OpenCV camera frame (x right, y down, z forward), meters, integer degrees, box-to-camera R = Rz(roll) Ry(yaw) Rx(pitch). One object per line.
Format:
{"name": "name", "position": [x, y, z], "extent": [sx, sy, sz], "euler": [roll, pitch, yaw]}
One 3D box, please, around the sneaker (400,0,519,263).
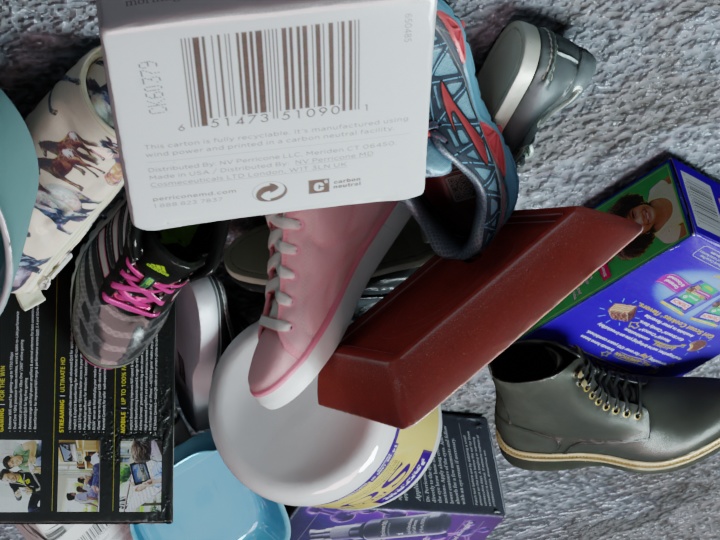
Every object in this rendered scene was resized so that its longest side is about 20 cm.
{"name": "sneaker", "position": [0.039, -0.094, 1.108], "extent": [0.079, 0.096, 0.200], "euler": [-22, 113, 27]}

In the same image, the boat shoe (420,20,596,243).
{"name": "boat shoe", "position": [0.096, -0.084, 1.208], "extent": [0.062, 0.073, 0.200], "euler": [9, 137, -19]}

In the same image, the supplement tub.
{"name": "supplement tub", "position": [-0.019, 0.111, 1.366], "extent": [0.145, 0.146, 0.200], "euler": [-18, 167, 13]}

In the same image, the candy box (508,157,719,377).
{"name": "candy box", "position": [0.222, 0.016, 1.382], "extent": [0.169, 0.077, 0.200], "euler": [22, 134, -40]}

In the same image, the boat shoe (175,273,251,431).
{"name": "boat shoe", "position": [-0.114, 0.056, 1.381], "extent": [0.057, 0.069, 0.200], "euler": [-21, 151, -17]}

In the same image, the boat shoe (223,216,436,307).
{"name": "boat shoe", "position": [0.000, -0.002, 1.305], "extent": [0.199, 0.075, 0.066], "euler": [-12, 136, -13]}

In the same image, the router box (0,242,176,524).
{"name": "router box", "position": [-0.208, 0.080, 1.266], "extent": [0.149, 0.200, 0.051], "euler": [3, 173, -16]}

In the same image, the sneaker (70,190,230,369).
{"name": "sneaker", "position": [-0.139, -0.010, 1.190], "extent": [0.074, 0.087, 0.200], "euler": [24, 110, -20]}

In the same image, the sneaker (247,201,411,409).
{"name": "sneaker", "position": [-0.044, -0.013, 1.203], "extent": [0.105, 0.200, 0.075], "euler": [34, 172, -20]}

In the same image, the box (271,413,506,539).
{"name": "box", "position": [0.005, 0.201, 1.580], "extent": [0.200, 0.104, 0.148], "euler": [5, 144, -21]}

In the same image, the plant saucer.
{"name": "plant saucer", "position": [0.064, 0.020, 1.164], "extent": [0.200, 0.037, 0.200], "euler": [-39, -170, -13]}

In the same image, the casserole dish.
{"name": "casserole dish", "position": [-0.126, 0.198, 1.438], "extent": [0.121, 0.039, 0.200], "euler": [-31, 140, -12]}

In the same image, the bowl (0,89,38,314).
{"name": "bowl", "position": [-0.278, -0.059, 1.086], "extent": [0.200, 0.105, 0.201], "euler": [11, 127, 15]}

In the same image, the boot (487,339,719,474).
{"name": "boot", "position": [0.197, 0.095, 1.361], "extent": [0.200, 0.078, 0.138], "euler": [-11, 145, 7]}

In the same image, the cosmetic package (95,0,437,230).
{"name": "cosmetic package", "position": [-0.057, -0.155, 0.949], "extent": [0.165, 0.200, 0.165], "euler": [-6, 146, -5]}

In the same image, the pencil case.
{"name": "pencil case", "position": [-0.190, -0.062, 1.159], "extent": [0.089, 0.078, 0.200], "euler": [48, 128, -1]}

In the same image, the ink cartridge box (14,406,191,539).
{"name": "ink cartridge box", "position": [-0.219, 0.139, 1.393], "extent": [0.146, 0.084, 0.200], "euler": [-46, 150, -19]}
